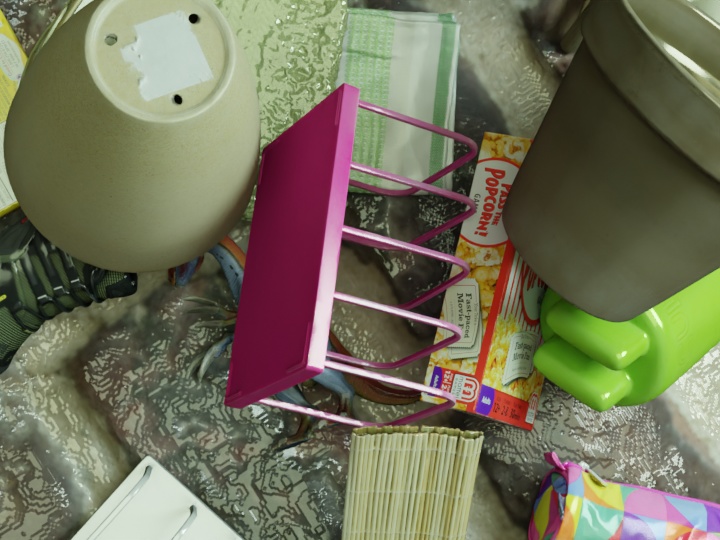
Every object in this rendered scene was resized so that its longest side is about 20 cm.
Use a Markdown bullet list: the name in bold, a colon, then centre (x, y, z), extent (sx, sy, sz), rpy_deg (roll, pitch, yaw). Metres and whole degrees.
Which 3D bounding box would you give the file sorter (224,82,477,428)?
- **file sorter**: centre (0.000, 0.000, 1.000), extent (0.125, 0.139, 0.201), rpy_deg (16, 69, -23)

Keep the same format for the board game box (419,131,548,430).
- **board game box**: centre (0.111, 0.013, 1.074), extent (0.046, 0.151, 0.201), rpy_deg (11, 84, 24)

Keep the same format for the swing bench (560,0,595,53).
- **swing bench**: centre (0.120, -0.277, 1.071), extent (0.198, 0.200, 0.130), rpy_deg (24, 83, -4)

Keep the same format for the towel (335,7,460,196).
- **towel**: centre (-0.021, -0.138, 1.131), extent (0.199, 0.031, 0.150), rpy_deg (4, 85, -6)

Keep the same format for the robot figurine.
- **robot figurine**: centre (0.216, 0.026, 1.081), extent (0.116, 0.176, 0.200), rpy_deg (34, 45, 26)

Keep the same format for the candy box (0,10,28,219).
- **candy box**: centre (-0.302, -0.140, 1.100), extent (0.102, 0.026, 0.200), rpy_deg (-29, 90, -8)

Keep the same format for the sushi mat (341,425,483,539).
- **sushi mat**: centre (0.033, 0.194, 1.061), extent (0.095, 0.012, 0.201), rpy_deg (2, 125, -5)

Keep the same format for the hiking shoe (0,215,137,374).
- **hiking shoe**: centre (-0.221, 0.003, 1.056), extent (0.101, 0.076, 0.200), rpy_deg (32, 94, 15)

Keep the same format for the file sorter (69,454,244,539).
- **file sorter**: centre (-0.131, 0.255, 1.042), extent (0.200, 0.125, 0.139), rpy_deg (42, 82, -2)

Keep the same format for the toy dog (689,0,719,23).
- **toy dog**: centre (0.260, -0.168, 1.107), extent (0.193, 0.140, 0.201), rpy_deg (7, 51, -25)

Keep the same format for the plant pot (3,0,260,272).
- **plant pot**: centre (-0.142, -0.112, 0.954), extent (0.187, 0.200, 0.188), rpy_deg (3, 76, -14)

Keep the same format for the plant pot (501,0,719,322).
- **plant pot**: centre (0.189, -0.067, 0.934), extent (0.200, 0.200, 0.174), rpy_deg (39, 117, -2)

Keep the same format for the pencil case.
- **pencil case**: centre (0.229, 0.208, 1.109), extent (0.199, 0.088, 0.089), rpy_deg (17, 84, -7)

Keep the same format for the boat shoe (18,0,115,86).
- **boat shoe**: centre (-0.202, -0.176, 1.083), extent (0.073, 0.063, 0.201), rpy_deg (30, 74, -14)

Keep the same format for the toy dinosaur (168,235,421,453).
- **toy dinosaur**: centre (-0.071, 0.046, 1.108), extent (0.200, 0.105, 0.182), rpy_deg (-11, 76, -41)

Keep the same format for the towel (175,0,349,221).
- **towel**: centre (-0.090, -0.137, 1.097), extent (0.148, 0.036, 0.201), rpy_deg (7, 88, -4)
